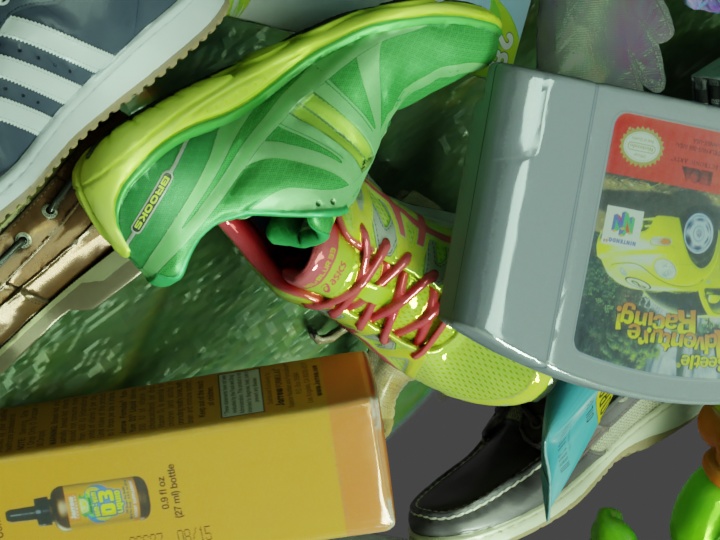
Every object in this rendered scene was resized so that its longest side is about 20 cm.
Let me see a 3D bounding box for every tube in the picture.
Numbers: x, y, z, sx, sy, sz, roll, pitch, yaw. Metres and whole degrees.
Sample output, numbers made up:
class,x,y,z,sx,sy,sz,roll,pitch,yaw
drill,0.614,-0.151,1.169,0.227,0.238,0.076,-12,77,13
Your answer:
class,x,y,z,sx,sy,sz,roll,pitch,yaw
tube,0.117,0.018,1.296,0.077,0.050,0.200,75,32,-54

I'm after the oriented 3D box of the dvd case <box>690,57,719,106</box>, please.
class,x,y,z,sx,sy,sz,roll,pitch,yaw
dvd case,0.219,-0.026,1.381,0.146,0.022,0.200,-32,123,-47

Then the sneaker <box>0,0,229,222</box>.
class,x,y,z,sx,sy,sz,roll,pitch,yaw
sneaker,-0.148,-0.092,1.062,0.200,0.070,0.109,-44,121,-26

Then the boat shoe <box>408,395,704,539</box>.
class,x,y,z,sx,sy,sz,roll,pitch,yaw
boat shoe,0.098,0.072,1.340,0.200,0.072,0.065,-30,112,-25

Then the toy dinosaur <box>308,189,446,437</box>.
class,x,y,z,sx,sy,sz,roll,pitch,yaw
toy dinosaur,0.044,0.008,1.268,0.200,0.058,0.101,-38,96,19

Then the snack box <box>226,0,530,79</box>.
class,x,y,z,sx,sy,sz,roll,pitch,yaw
snack box,-0.005,-0.186,1.201,0.200,0.068,0.169,10,99,-35

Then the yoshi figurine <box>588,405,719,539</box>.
class,x,y,z,sx,sy,sz,roll,pitch,yaw
yoshi figurine,0.173,0.162,1.364,0.112,0.112,0.200,-2,118,-55

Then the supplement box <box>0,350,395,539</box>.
class,x,y,z,sx,sy,sz,roll,pitch,yaw
supplement box,-0.088,0.088,1.186,0.200,0.069,0.067,-9,111,-3

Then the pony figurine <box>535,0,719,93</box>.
class,x,y,z,sx,sy,sz,roll,pitch,yaw
pony figurine,0.160,-0.152,1.224,0.166,0.200,0.193,-8,94,-3

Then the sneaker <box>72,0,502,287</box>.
class,x,y,z,sx,sy,sz,roll,pitch,yaw
sneaker,-0.025,-0.055,1.137,0.200,0.074,0.084,-28,96,-21

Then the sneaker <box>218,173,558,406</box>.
class,x,y,z,sx,sy,sz,roll,pitch,yaw
sneaker,0.000,0.000,1.195,0.200,0.090,0.078,35,110,1

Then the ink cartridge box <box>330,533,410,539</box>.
class,x,y,z,sx,sy,sz,roll,pitch,yaw
ink cartridge box,-0.028,0.229,1.292,0.146,0.084,0.200,11,102,-33

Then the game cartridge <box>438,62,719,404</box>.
class,x,y,z,sx,sy,sz,roll,pitch,yaw
game cartridge,0.133,-0.010,1.193,0.200,0.041,0.133,8,96,-28

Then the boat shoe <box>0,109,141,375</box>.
class,x,y,z,sx,sy,sz,roll,pitch,yaw
boat shoe,-0.165,0.008,1.154,0.200,0.072,0.068,-39,103,-8
